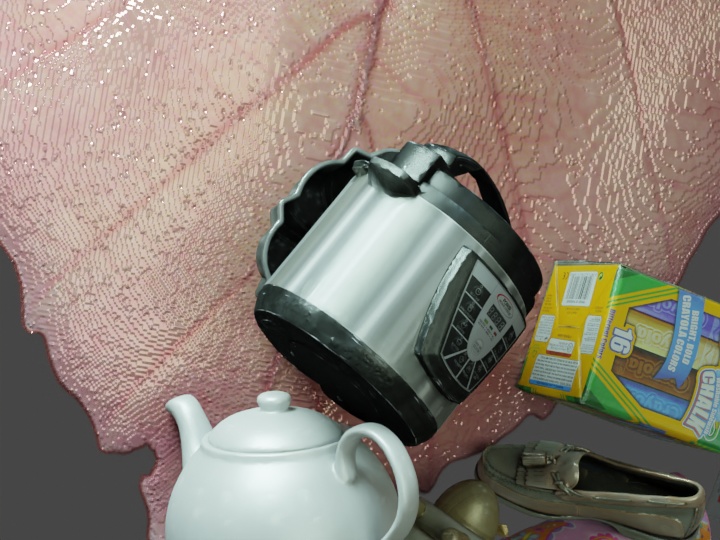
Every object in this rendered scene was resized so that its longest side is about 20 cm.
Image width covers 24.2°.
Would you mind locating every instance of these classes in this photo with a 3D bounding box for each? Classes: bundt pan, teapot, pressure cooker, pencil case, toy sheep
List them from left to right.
[{"bbox_3d":[-0.057,0.165,1.275,0.198,0.197,0.148,-2,99,0],"label":"teapot"},{"bbox_3d":[0.000,0.000,1.384,0.200,0.076,0.204,-1,93,-23],"label":"bundt pan"},{"bbox_3d":[0.038,0.007,1.266,0.178,0.176,0.200,40,75,-1],"label":"pressure cooker"},{"bbox_3d":[0.049,0.260,1.385,0.138,0.138,0.201,37,88,-19],"label":"toy sheep"},{"bbox_3d":[0.213,0.247,1.477,0.198,0.087,0.088,-17,98,-22],"label":"pencil case"}]

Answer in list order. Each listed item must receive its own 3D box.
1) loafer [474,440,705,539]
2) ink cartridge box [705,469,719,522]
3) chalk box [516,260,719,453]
[{"bbox_3d":[0.198,0.179,1.437,0.198,0.063,0.072,16,43,7],"label":"loafer"},{"bbox_3d":[0.403,0.166,1.490,0.050,0.200,0.164,25,82,-21],"label":"ink cartridge box"},{"bbox_3d":[0.261,0.082,1.470,0.199,0.125,0.125,21,84,-20],"label":"chalk box"}]
